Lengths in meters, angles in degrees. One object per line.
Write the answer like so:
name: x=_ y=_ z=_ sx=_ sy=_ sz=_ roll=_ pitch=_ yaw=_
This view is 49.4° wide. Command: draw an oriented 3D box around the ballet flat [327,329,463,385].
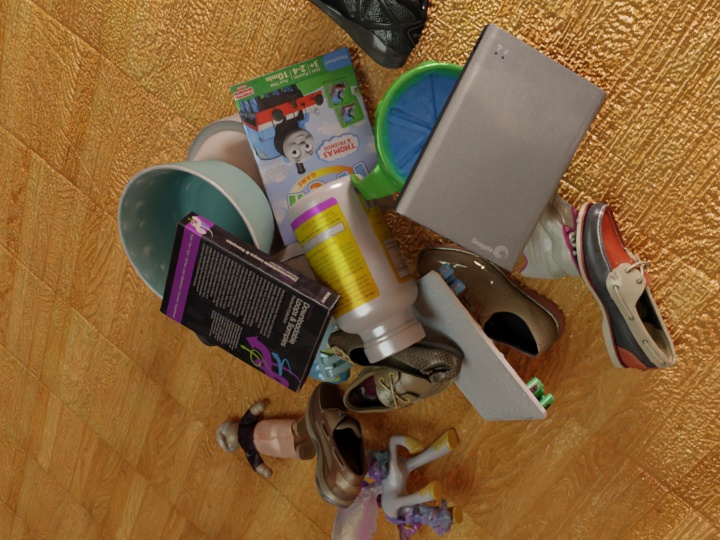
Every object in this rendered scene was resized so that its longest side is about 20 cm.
ballet flat: x=0.036 y=0.110 z=0.970 sx=0.198 sy=0.047 sz=0.067 roll=6 pitch=156 yaw=35

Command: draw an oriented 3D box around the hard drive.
hard drive: x=0.137 y=-0.118 z=0.781 sx=0.138 sy=0.033 sz=0.202 roll=26 pitch=98 yaw=-12

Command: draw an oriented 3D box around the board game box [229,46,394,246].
board game box: x=-0.056 y=-0.150 z=0.959 sx=0.149 sy=0.037 sz=0.203 roll=-19 pitch=105 yaw=0

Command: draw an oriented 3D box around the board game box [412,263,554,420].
board game box: x=0.129 y=0.092 z=0.940 sx=0.201 sy=0.026 sz=0.200 roll=52 pitch=165 yaw=2

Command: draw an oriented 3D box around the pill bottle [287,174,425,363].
pill bottle: x=0.000 y=0.000 z=0.902 sx=0.104 sy=0.104 sz=0.202 roll=-28 pitch=85 yaw=39

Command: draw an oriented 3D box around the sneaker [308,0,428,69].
sneaker: x=-0.002 y=-0.330 z=0.867 sx=0.199 sy=0.076 sz=0.115 roll=42 pitch=126 yaw=6

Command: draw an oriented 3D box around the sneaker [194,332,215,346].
sneaker: x=-0.273 y=0.030 z=1.221 sx=0.088 sy=0.074 sz=0.202 roll=-28 pitch=85 yaw=39

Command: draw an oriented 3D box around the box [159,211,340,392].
box: x=-0.132 y=0.039 z=0.902 sx=0.198 sy=0.036 sz=0.144 roll=30 pitch=129 yaw=8

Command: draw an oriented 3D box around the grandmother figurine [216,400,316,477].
grandmother figurine: x=-0.159 y=0.272 z=1.269 sx=0.198 sy=0.060 sz=0.124 roll=-4 pitch=82 yaw=38

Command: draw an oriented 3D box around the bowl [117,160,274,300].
bowl: x=-0.184 y=-0.054 z=0.958 sx=0.198 sy=0.105 sz=0.203 roll=13 pitch=124 yaw=19

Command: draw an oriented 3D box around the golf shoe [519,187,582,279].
golf shoe: x=0.183 y=-0.078 z=0.864 sx=0.091 sy=0.075 sz=0.202 roll=-16 pitch=101 yaw=41

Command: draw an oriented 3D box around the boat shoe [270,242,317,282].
boat shoe: x=-0.094 y=0.015 z=1.028 sx=0.200 sy=0.072 sz=0.067 roll=148 pitch=119 yaw=-65

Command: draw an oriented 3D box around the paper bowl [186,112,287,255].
paper bowl: x=-0.155 y=-0.105 z=1.055 sx=0.198 sy=0.104 sz=0.204 roll=13 pitch=118 yaw=27

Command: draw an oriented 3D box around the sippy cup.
sippy cup: x=0.071 y=-0.154 z=0.849 sx=0.175 sy=0.130 sz=0.142 roll=-7 pitch=104 yaw=-7

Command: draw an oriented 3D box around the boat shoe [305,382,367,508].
boat shoe: x=-0.026 y=0.231 z=1.095 sx=0.075 sy=0.201 sz=0.072 roll=20 pitch=123 yaw=-30

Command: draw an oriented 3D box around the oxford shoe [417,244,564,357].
oxford shoe: x=0.146 y=0.033 z=0.937 sx=0.198 sy=0.074 sz=0.072 roll=29 pitch=125 yaw=20

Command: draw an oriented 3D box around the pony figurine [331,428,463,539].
pony figurine: x=0.048 y=0.322 z=1.110 sx=0.198 sy=0.165 sz=0.196 roll=-17 pitch=70 yaw=41

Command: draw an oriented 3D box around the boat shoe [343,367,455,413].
boat shoe: x=0.048 y=0.155 z=1.042 sx=0.075 sy=0.066 sz=0.199 roll=56 pitch=142 yaw=-2

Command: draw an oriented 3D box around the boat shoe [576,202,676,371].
boat shoe: x=0.284 y=0.018 z=0.837 sx=0.062 sy=0.071 sz=0.202 roll=-3 pitch=115 yaw=46

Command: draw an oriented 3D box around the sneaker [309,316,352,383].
sneaker: x=-0.027 y=0.083 z=1.076 sx=0.199 sy=0.079 sz=0.132 roll=-30 pitch=92 yaw=49
